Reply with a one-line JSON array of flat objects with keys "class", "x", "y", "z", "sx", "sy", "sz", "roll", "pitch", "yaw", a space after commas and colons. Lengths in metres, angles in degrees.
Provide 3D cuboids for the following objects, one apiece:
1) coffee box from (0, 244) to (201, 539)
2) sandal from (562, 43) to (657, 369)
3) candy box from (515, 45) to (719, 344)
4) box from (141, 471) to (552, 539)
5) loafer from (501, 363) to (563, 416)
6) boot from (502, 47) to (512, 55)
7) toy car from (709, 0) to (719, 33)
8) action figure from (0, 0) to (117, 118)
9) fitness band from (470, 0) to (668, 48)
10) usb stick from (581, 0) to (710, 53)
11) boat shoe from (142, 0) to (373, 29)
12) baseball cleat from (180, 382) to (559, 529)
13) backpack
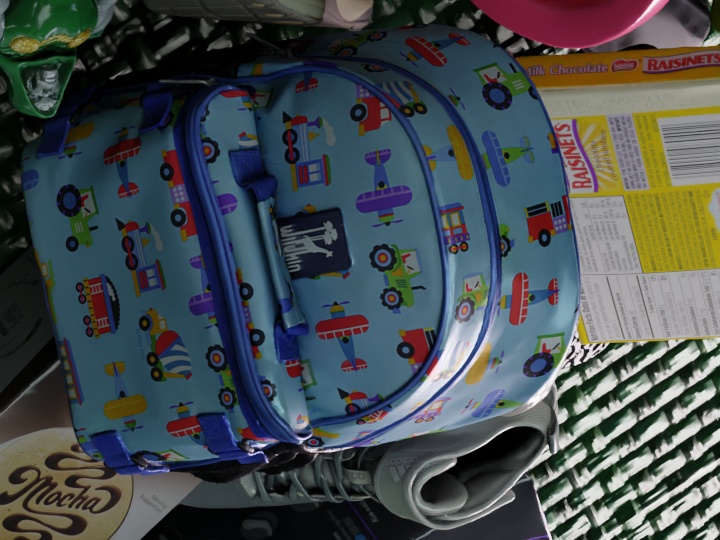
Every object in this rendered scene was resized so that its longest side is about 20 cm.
[{"class": "coffee box", "x": -0.151, "y": 0.081, "z": 1.305, "sx": 0.200, "sy": 0.080, "sz": 0.113, "roll": -44, "pitch": 129, "yaw": 3}, {"class": "sandal", "x": 0.103, "y": -0.035, "z": 1.400, "sx": 0.075, "sy": 0.048, "sz": 0.201, "roll": -10, "pitch": 137, "yaw": -23}, {"class": "candy box", "x": 0.136, "y": -0.031, "z": 1.331, "sx": 0.102, "sy": 0.026, "sz": 0.200, "roll": -1, "pitch": 145, "yaw": 15}, {"class": "box", "x": -0.010, "y": 0.159, "z": 1.415, "sx": 0.200, "sy": 0.106, "sz": 0.122, "roll": -28, "pitch": 130, "yaw": -10}, {"class": "loafer", "x": 0.000, "y": 0.000, "z": 1.298, "sx": 0.200, "sy": 0.070, "sz": 0.070, "roll": 19, "pitch": 120, "yaw": 1}, {"class": "boot", "x": 0.030, "y": -0.016, "z": 1.362, "sx": 0.090, "sy": 0.073, "sz": 0.200, "roll": -7, "pitch": 125, "yaw": -4}, {"class": "toy car", "x": 0.141, "y": -0.179, "z": 1.271, "sx": 0.200, "sy": 0.158, "sz": 0.165, "roll": 4, "pitch": 108, "yaw": -16}, {"class": "action figure", "x": -0.115, "y": -0.146, "z": 1.126, "sx": 0.118, "sy": 0.055, "sz": 0.200, "roll": -10, "pitch": 131, "yaw": -29}, {"class": "fitness band", "x": 0.062, "y": -0.186, "z": 1.188, "sx": 0.037, "sy": 0.200, "sz": 0.144, "roll": -33, "pitch": 173, "yaw": -40}, {"class": "usb stick", "x": 0.089, "y": -0.145, "z": 1.325, "sx": 0.200, "sy": 0.033, "sz": 0.055, "roll": 31, "pitch": 108, "yaw": -39}, {"class": "boat shoe", "x": -0.042, "y": -0.139, "z": 1.187, "sx": 0.074, "sy": 0.200, "sz": 0.073, "roll": 5, "pitch": 95, "yaw": 10}, {"class": "baseball cleat", "x": -0.007, "y": 0.082, "z": 1.334, "sx": 0.200, "sy": 0.106, "sz": 0.070, "roll": -16, "pitch": 118, "yaw": 8}, {"class": "backpack", "x": -0.018, "y": -0.009, "z": 1.170, "sx": 0.134, "sy": 0.200, "sz": 0.183, "roll": -11, "pitch": 93, "yaw": -53}]
